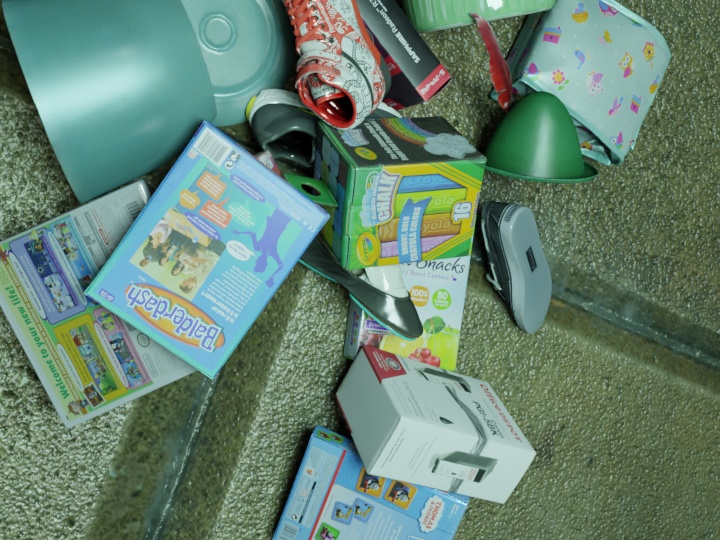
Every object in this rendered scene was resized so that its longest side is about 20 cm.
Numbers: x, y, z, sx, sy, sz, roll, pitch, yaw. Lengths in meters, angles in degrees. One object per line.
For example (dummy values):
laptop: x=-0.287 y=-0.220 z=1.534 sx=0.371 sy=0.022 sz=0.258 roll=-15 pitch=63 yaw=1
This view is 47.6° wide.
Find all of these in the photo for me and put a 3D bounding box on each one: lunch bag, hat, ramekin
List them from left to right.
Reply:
ramekin: x=0.137 y=-0.343 z=0.961 sx=0.197 sy=0.200 sz=0.099 roll=-16 pitch=107 yaw=-19
hat: x=0.217 y=-0.209 z=0.978 sx=0.163 sy=0.200 sz=0.179 roll=10 pitch=110 yaw=14
lunch bag: x=0.297 y=-0.255 z=1.067 sx=0.198 sy=0.122 sz=0.172 roll=28 pitch=83 yaw=-15

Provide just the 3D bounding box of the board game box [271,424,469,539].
board game box: x=0.011 y=0.294 z=0.973 sx=0.198 sy=0.037 sz=0.153 roll=23 pitch=104 yaw=5

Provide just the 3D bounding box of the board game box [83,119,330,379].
board game box: x=-0.148 y=-0.019 z=0.797 sx=0.151 sy=0.045 sz=0.201 roll=36 pitch=93 yaw=-14

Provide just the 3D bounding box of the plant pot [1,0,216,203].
plant pot: x=-0.237 y=-0.189 z=0.812 sx=0.159 sy=0.200 sz=0.203 roll=-21 pitch=101 yaw=-13

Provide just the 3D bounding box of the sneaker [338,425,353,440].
sneaker: x=0.046 y=0.273 z=1.031 sx=0.080 sy=0.074 sz=0.203 roll=-26 pitch=104 yaw=-21

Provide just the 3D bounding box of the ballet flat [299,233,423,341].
ballet flat: x=0.000 y=0.000 z=0.945 sx=0.199 sy=0.068 sz=0.069 roll=35 pitch=113 yaw=16

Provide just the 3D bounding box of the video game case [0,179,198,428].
video game case: x=-0.260 y=0.036 z=0.828 sx=0.180 sy=0.022 sz=0.202 roll=-23 pitch=105 yaw=-2

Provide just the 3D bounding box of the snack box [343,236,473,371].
snack box: x=0.062 y=0.018 z=1.028 sx=0.140 sy=0.053 sz=0.204 roll=8 pitch=91 yaw=-22

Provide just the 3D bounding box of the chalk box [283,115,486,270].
chalk box: x=0.016 y=-0.086 z=0.893 sx=0.197 sy=0.125 sz=0.126 roll=-6 pitch=124 yaw=-19

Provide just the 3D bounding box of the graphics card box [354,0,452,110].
graphics card box: x=0.007 y=-0.278 z=0.949 sx=0.051 sy=0.125 sz=0.201 roll=-43 pitch=108 yaw=-12

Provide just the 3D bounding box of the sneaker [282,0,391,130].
sneaker: x=-0.044 y=-0.245 z=0.852 sx=0.203 sy=0.067 sz=0.108 roll=56 pitch=39 yaw=-21

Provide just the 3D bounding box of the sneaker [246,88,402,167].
sneaker: x=-0.035 y=-0.152 z=0.954 sx=0.197 sy=0.075 sz=0.085 roll=3 pitch=48 yaw=-14

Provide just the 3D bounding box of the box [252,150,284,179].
box: x=-0.174 y=-0.045 z=0.907 sx=0.198 sy=0.099 sz=0.096 roll=-32 pitch=105 yaw=-16

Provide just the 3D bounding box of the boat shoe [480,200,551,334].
boat shoe: x=0.198 y=-0.003 z=1.071 sx=0.074 sy=0.068 sz=0.201 roll=-46 pitch=132 yaw=-24

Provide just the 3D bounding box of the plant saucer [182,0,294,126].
plant saucer: x=-0.165 y=-0.269 z=0.930 sx=0.197 sy=0.036 sz=0.204 roll=-2 pitch=95 yaw=-21

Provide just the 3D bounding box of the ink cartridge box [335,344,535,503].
ink cartridge box: x=0.087 y=0.182 z=0.968 sx=0.198 sy=0.147 sz=0.084 roll=19 pitch=111 yaw=-28
